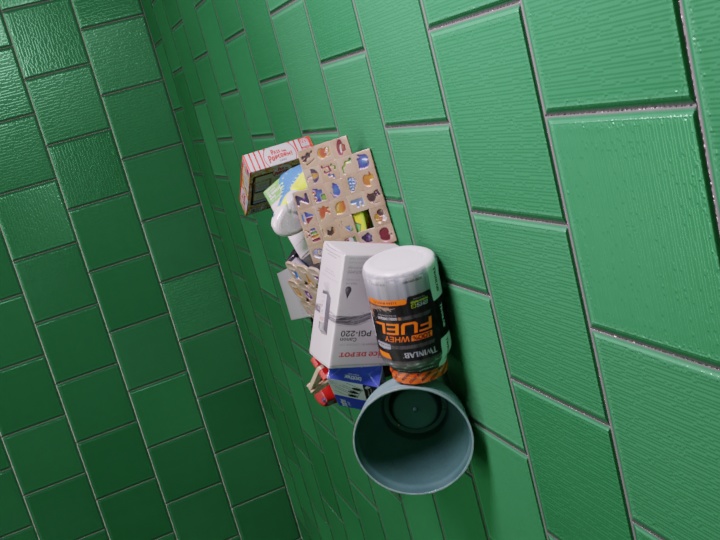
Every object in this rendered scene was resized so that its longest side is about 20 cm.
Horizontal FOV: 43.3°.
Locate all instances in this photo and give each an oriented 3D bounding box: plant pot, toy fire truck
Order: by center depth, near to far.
[{"bbox_3d":[0.091,0.259,1.547,0.134,0.199,0.202,-77,-24,-69],"label":"plant pot"},{"bbox_3d":[-0.056,0.207,1.764,0.049,0.140,0.200,54,134,20],"label":"toy fire truck"}]

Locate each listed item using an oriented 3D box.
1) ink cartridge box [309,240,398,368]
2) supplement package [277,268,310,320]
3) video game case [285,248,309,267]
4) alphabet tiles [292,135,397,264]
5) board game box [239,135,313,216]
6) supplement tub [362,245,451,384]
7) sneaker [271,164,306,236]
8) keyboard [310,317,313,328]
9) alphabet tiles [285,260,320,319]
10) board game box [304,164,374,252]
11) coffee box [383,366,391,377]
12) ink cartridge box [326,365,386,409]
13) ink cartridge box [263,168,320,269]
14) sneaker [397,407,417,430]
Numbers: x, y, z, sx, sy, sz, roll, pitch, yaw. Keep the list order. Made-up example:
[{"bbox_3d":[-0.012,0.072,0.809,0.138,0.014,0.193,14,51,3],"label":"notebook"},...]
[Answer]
[{"bbox_3d":[0.002,0.059,1.541,0.085,0.145,0.202,33,118,56],"label":"ink cartridge box"},{"bbox_3d":[-0.099,0.035,2.005,0.200,0.116,0.118,160,91,-73],"label":"supplement package"},{"bbox_3d":[-0.071,0.028,1.807,0.181,0.025,0.200,46,-174,-6],"label":"video game case"},{"bbox_3d":[-0.039,-0.127,1.600,0.008,0.166,0.202,-29,-77,-68],"label":"alphabet tiles"},{"bbox_3d":[-0.180,-0.200,1.953,0.200,0.150,0.047,113,136,-65],"label":"board game box"},{"bbox_3d":[0.079,0.072,1.457,0.122,0.122,0.201,-144,38,-63],"label":"supplement tub"},{"bbox_3d":[-0.123,-0.135,1.703,0.105,0.200,0.076,3,131,42],"label":"sneaker"},{"bbox_3d":[-0.069,0.158,1.932,0.200,0.020,0.128,-129,28,-53],"label":"keyboard"},{"bbox_3d":[-0.061,0.063,1.676,0.199,0.015,0.196,12,139,54],"label":"alphabet tiles"},{"bbox_3d":[-0.028,-0.085,1.638,0.048,0.101,0.202,-26,-74,-65],"label":"board game box"},{"bbox_3d":[-0.006,0.181,1.923,0.200,0.079,0.115,162,90,-74],"label":"coffee box"},{"bbox_3d":[-0.002,0.212,1.656,0.200,0.093,0.045,76,-155,-68],"label":"ink cartridge box"},{"bbox_3d":[-0.091,-0.085,1.805,0.145,0.084,0.201,40,-165,-52],"label":"ink cartridge box"},{"bbox_3d":[0.074,0.258,1.659,0.079,0.130,0.202,-164,58,-72],"label":"sneaker"}]
